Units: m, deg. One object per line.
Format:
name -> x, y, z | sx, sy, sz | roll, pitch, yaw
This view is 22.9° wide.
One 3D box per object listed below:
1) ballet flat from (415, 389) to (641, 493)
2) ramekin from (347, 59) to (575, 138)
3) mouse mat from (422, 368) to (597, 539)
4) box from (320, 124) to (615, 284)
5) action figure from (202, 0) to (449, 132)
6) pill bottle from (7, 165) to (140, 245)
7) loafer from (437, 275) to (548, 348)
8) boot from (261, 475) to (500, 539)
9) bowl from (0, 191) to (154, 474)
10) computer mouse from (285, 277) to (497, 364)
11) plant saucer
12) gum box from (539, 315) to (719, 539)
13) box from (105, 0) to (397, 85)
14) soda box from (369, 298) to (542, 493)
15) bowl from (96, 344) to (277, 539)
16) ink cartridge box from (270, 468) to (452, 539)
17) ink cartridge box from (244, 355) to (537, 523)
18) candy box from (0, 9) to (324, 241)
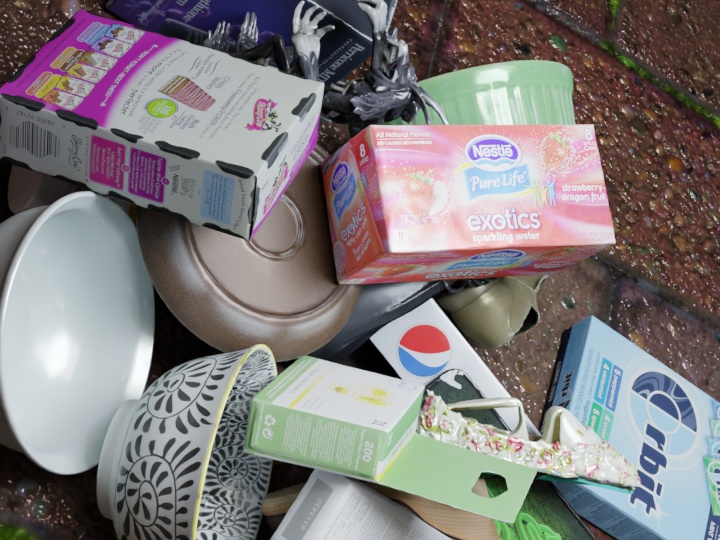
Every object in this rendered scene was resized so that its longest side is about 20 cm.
ballet flat -> 0.134, 0.136, 1.415 | 0.200, 0.076, 0.064 | 9, 90, -13
ramekin -> 0.096, -0.102, 1.535 | 0.200, 0.200, 0.098 | -6, 79, -38
mouse mat -> 0.079, 0.201, 1.440 | 0.161, 0.008, 0.200 | -39, 95, -12
box -> 0.082, -0.052, 1.358 | 0.200, 0.095, 0.103 | -2, 76, -27
action figure -> -0.022, -0.163, 1.374 | 0.119, 0.200, 0.102 | -17, 117, -60
pill bottle -> -0.164, -0.053, 1.372 | 0.200, 0.111, 0.111 | 18, 58, -29
loafer -> 0.118, 0.028, 1.530 | 0.068, 0.076, 0.200 | 64, 22, 2
boot -> 0.020, 0.244, 1.374 | 0.200, 0.072, 0.167 | 1, 86, -24
bowl -> -0.233, 0.041, 1.262 | 0.201, 0.090, 0.202 | 5, 90, -67
computer mouse -> 0.000, 0.000, 1.424 | 0.139, 0.200, 0.053 | 54, 5, 10
plant saucer -> -0.073, -0.031, 1.339 | 0.200, 0.032, 0.201 | 10, 70, -30
gum box -> 0.256, 0.163, 1.613 | 0.200, 0.045, 0.170 | 34, 51, -19
box -> -0.087, -0.241, 1.499 | 0.200, 0.148, 0.104 | 30, 53, -20
soda box -> 0.071, 0.087, 1.488 | 0.064, 0.068, 0.200 | -38, 93, 0
bowl -> -0.131, 0.143, 1.282 | 0.094, 0.201, 0.201 | 11, 54, 11
ink cartridge box -> 0.001, 0.253, 1.332 | 0.200, 0.050, 0.161 | 36, 85, -41
ink cartridge box -> 0.029, 0.121, 1.309 | 0.200, 0.048, 0.146 | 12, 12, 11
candy box -> -0.142, -0.107, 1.273 | 0.200, 0.061, 0.136 | 18, 39, 11
